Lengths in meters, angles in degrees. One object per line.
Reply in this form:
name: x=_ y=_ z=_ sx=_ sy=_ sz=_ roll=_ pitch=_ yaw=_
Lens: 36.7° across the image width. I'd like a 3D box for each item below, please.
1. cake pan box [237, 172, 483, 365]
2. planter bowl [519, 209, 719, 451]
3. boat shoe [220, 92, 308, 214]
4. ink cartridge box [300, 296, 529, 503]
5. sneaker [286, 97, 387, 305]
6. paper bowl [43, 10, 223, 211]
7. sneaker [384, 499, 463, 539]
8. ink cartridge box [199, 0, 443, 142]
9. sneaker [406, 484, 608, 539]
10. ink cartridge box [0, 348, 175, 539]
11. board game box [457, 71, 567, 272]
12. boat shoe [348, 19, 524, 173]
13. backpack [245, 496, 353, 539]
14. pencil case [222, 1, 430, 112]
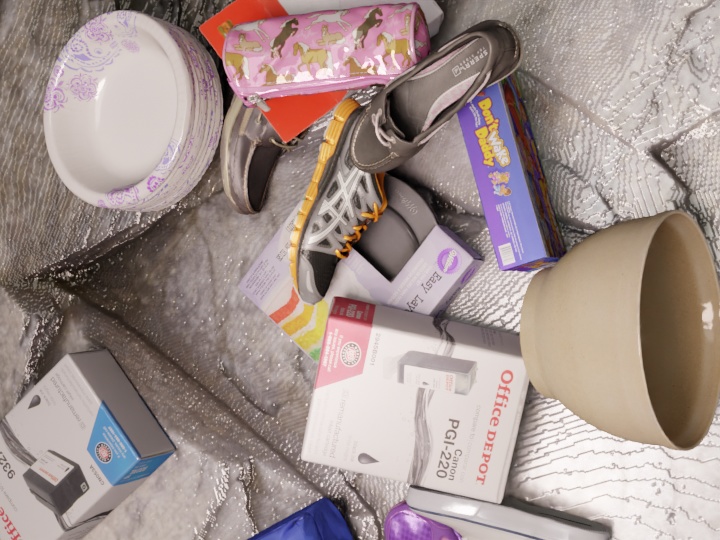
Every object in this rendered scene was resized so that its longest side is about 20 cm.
cake pan box: x=0.000 y=0.000 z=1.104 sx=0.184 sy=0.052 sz=0.201 roll=43 pitch=102 yaw=13
planter bowl: x=0.224 y=0.053 z=0.959 sx=0.133 sy=0.199 sz=0.204 roll=-3 pitch=88 yaw=36
boat shoe: x=-0.095 y=-0.157 z=1.126 sx=0.072 sy=0.074 sz=0.204 roll=10 pitch=94 yaw=19
ink cartridge box: x=0.053 y=0.122 z=1.030 sx=0.196 sy=0.085 sz=0.148 roll=11 pitch=101 yaw=-1
sneaker: x=-0.014 y=-0.060 z=1.047 sx=0.076 sy=0.078 sz=0.203 roll=19 pitch=96 yaw=9
paper bowl: x=-0.230 y=-0.163 z=1.148 sx=0.198 sy=0.104 sz=0.205 roll=-2 pitch=86 yaw=29
sneaker: x=0.078 y=0.321 z=1.053 sx=0.080 sy=0.088 sz=0.203 roll=-28 pitch=79 yaw=18
ink cartridge box: x=-0.041 y=-0.252 z=1.087 sx=0.199 sy=0.057 sz=0.163 roll=-36 pitch=78 yaw=-12
sneaker: x=0.134 y=0.256 z=1.034 sx=0.197 sy=0.073 sz=0.072 roll=14 pitch=91 yaw=13
ink cartridge box: x=-0.327 y=0.208 z=1.198 sx=0.200 sy=0.084 sz=0.146 roll=-43 pitch=77 yaw=14
board game box: x=0.137 y=-0.102 z=1.012 sx=0.044 sy=0.134 sz=0.203 roll=-17 pitch=84 yaw=18
boat shoe: x=0.052 y=-0.150 z=0.944 sx=0.199 sy=0.057 sz=0.068 roll=-35 pitch=82 yaw=32
backpack: x=-0.068 y=0.359 z=1.065 sx=0.161 sy=0.167 sz=0.202 roll=-31 pitch=84 yaw=23
pencil case: x=-0.028 y=-0.202 z=1.025 sx=0.196 sy=0.083 sz=0.088 roll=-5 pitch=96 yaw=14
